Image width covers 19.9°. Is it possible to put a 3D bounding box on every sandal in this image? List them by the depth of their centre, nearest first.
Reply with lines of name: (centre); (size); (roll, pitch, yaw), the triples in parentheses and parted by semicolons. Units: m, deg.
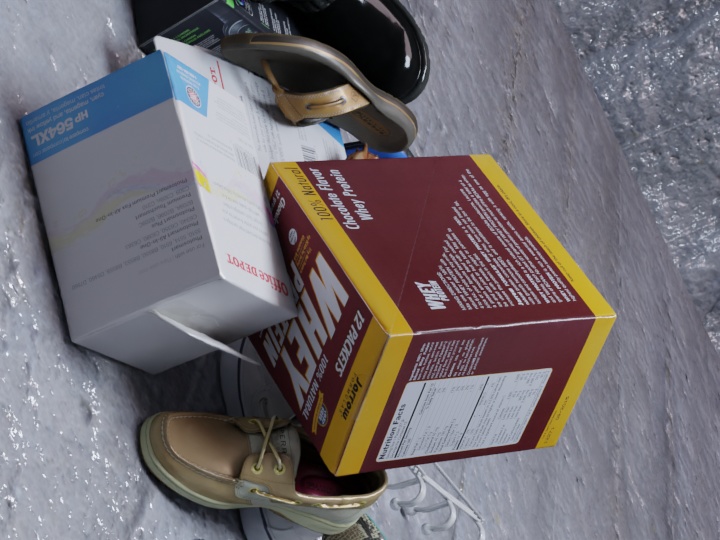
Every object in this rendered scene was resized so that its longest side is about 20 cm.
sandal: (-0.033, -0.138, 1.689); (0.200, 0.081, 0.055); (34, 61, -39)

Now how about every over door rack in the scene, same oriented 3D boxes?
over door rack: (0.028, 0.159, 1.852); (0.148, 0.066, 0.201); (44, 16, -54)

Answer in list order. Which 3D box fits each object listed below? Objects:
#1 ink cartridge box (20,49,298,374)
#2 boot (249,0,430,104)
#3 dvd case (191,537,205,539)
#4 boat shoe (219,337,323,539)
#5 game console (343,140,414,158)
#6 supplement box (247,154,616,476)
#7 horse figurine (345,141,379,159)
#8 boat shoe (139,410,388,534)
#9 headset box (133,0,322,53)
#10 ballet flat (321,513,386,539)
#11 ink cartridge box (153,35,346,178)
ink cartridge box: (-0.139, -0.026, 1.443); (0.128, 0.125, 0.201); (30, 41, -63)
boot: (-0.033, -0.231, 1.730); (0.212, 0.079, 0.158); (55, 17, 9)
dvd case: (-0.072, 0.301, 1.433); (0.146, 0.022, 0.201); (43, 31, -54)
boat shoe: (-0.063, 0.125, 1.592); (0.072, 0.065, 0.201); (49, 26, -47)
game console: (0.018, -0.088, 1.985); (0.200, 0.170, 0.119); (52, 42, -41)
supplement box: (0.040, 0.027, 1.513); (0.199, 0.133, 0.198); (-4, 42, -32)
horse figurine: (0.000, 0.000, 1.657); (0.132, 0.050, 0.200); (43, 61, -7)
boat shoe: (-0.066, 0.135, 1.478); (0.199, 0.066, 0.074); (19, 50, -37)
headset box: (-0.117, -0.246, 1.795); (0.200, 0.092, 0.175); (33, 38, -48)
ballet flat: (0.012, 0.288, 1.644); (0.075, 0.068, 0.201); (-37, 108, -56)
ink cartridge box: (-0.104, -0.109, 1.687); (0.199, 0.068, 0.117); (15, 52, -44)
